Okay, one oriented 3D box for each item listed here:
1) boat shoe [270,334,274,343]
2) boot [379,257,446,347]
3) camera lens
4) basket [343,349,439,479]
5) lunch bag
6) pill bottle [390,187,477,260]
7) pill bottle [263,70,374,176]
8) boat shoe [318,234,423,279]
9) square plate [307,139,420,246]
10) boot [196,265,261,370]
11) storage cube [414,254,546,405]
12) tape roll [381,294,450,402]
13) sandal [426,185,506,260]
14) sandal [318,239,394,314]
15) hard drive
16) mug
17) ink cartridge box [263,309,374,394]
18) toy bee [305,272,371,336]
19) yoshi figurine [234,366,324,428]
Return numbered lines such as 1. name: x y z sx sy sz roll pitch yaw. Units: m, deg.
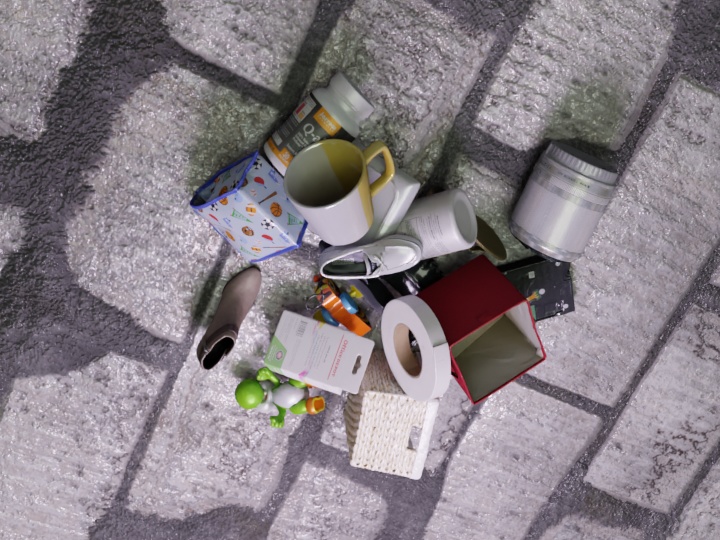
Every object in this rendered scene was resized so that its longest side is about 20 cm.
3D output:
1. boat shoe: -0.107 0.205 1.715 0.200 0.061 0.072 35 106 -21
2. boot: 0.101 0.054 1.676 0.197 0.074 0.163 -40 112 9
3. camera lens: 0.393 -0.130 1.590 0.157 0.161 0.203 18 110 -16
4. basket: 0.060 0.295 1.706 0.157 0.201 0.202 7 113 -10
5. lunch bag: -0.208 -0.110 1.516 0.170 0.125 0.198 43 141 -23
6. pill bottle: 0.114 -0.079 1.560 0.197 0.115 0.115 -14 120 32
7. pill bottle: -0.074 -0.257 1.485 0.116 0.117 0.200 40 103 -22
8. boat shoe: 0.020 -0.014 1.495 0.196 0.066 0.075 -12 111 5
9. square plate: -0.012 -0.128 1.540 0.197 0.028 0.202 35 109 18
10. boot: -0.255 0.101 1.598 0.069 0.147 0.202 29 106 -18
11. storage cube: 0.229 0.113 1.593 0.198 0.180 0.172 -30 127 -4
12. tape roll: 0.104 0.149 1.551 0.036 0.202 0.207 -15 117 -25
13. sandal: 0.200 -0.081 1.644 0.211 0.078 0.069 40 127 -16
14. sandal: 0.001 0.000 1.617 0.200 0.076 0.043 43 127 -9
15. hard drive: 0.352 0.045 1.729 0.196 0.038 0.142 -16 115 -2
16. mug: -0.026 -0.128 1.435 0.183 0.152 0.154 -12 144 10
17. ink cartridge box: -0.077 0.168 1.607 0.196 0.067 0.119 18 72 12
18. toy bee: -0.048 0.052 1.646 0.129 0.110 0.201 -23 141 -3
19. yoshi figurine: -0.179 0.257 1.675 0.197 0.113 0.113 -9 124 27
